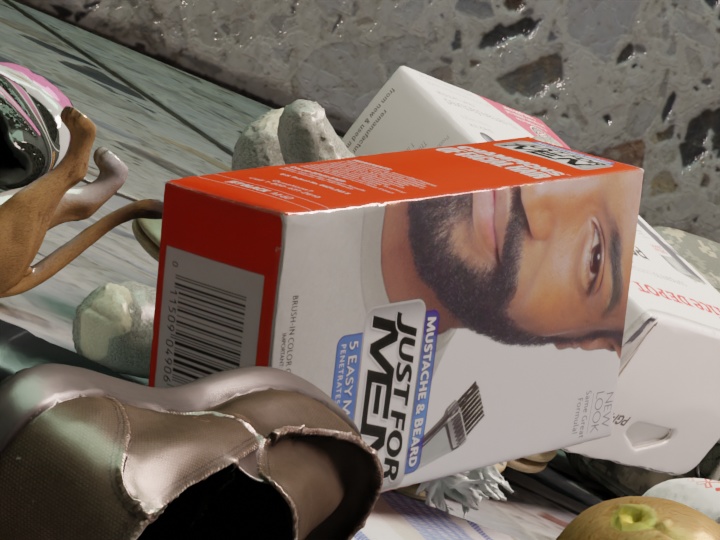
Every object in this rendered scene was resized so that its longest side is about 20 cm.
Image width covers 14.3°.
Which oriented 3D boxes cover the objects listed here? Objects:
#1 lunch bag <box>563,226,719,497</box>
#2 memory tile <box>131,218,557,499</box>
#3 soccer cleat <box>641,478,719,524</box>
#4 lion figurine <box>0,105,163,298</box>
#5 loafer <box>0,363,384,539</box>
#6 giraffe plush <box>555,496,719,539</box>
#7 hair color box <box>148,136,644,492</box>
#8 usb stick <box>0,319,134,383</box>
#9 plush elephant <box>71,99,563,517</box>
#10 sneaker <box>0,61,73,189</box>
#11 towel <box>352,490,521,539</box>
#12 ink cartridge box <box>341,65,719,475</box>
[{"bbox_3d":[0.215,0.085,1.533,0.199,0.140,0.168,18,24,-41],"label":"lunch bag"},{"bbox_3d":[-0.005,0.029,1.324,0.200,0.017,0.153,43,23,23],"label":"memory tile"},{"bbox_3d":[0.172,0.137,1.183,0.085,0.069,0.200,24,9,-45],"label":"soccer cleat"},{"bbox_3d":[-0.186,-0.041,1.226,0.200,0.123,0.072,38,-7,-14],"label":"lion figurine"},{"bbox_3d":[-0.048,0.077,0.867,0.071,0.073,0.200,39,17,26],"label":"loafer"},{"bbox_3d":[0.095,0.123,0.730,0.161,0.173,0.200,16,36,27],"label":"giraffe plush"},{"bbox_3d":[0.015,0.017,1.046,0.064,0.112,0.199,17,18,39],"label":"hair color box"},{"bbox_3d":[-0.167,0.019,1.025,0.199,0.033,0.055,25,13,8],"label":"usb stick"},{"bbox_3d":[0.000,0.000,1.181,0.200,0.155,0.165,41,55,13],"label":"plush elephant"},{"bbox_3d":[-0.252,-0.102,1.568,0.199,0.081,0.086,19,16,-1],"label":"sneaker"},{"bbox_3d":[0.055,0.121,1.052,0.199,0.024,0.147,22,7,-24],"label":"towel"},{"bbox_3d":[0.091,0.001,1.409,0.200,0.085,0.145,49,18,30],"label":"ink cartridge box"}]
